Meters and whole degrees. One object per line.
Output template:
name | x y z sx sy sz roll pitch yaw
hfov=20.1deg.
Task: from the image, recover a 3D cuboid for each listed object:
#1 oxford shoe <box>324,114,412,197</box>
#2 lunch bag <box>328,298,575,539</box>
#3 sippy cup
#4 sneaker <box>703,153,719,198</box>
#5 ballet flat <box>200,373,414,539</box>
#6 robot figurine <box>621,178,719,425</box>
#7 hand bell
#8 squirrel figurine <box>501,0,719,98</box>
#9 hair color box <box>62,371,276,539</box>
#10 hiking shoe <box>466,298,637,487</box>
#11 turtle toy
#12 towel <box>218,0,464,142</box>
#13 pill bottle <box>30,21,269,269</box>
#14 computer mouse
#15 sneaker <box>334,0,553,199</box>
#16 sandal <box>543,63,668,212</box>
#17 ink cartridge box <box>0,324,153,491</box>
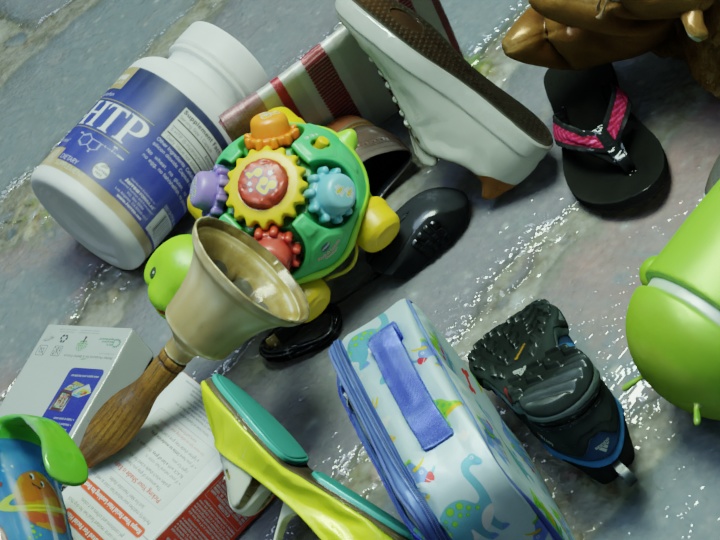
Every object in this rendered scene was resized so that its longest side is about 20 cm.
oxford shoe | -0.040 -0.043 1.599 0.073 0.071 0.200 24 67 43
lunch bag | 0.058 0.121 1.291 0.082 0.161 0.200 -33 40 3
sippy cup | -0.251 0.192 1.381 0.139 0.178 0.130 -16 49 -19
sneaker | 0.297 -0.125 1.425 0.077 0.082 0.200 19 63 45
ballet flat | -0.049 0.151 1.376 0.200 0.067 0.067 37 94 21
robot figurine | 0.249 0.009 1.292 0.200 0.116 0.175 -51 29 -7
hand bell | -0.139 0.067 1.447 0.200 0.104 0.104 -47 36 18
squirrel figurine | 0.222 -0.207 1.471 0.187 0.200 0.142 0 73 68
hair color box | -0.157 0.181 1.465 0.200 0.064 0.111 -44 41 -12
hiking shoe | 0.126 0.084 1.351 0.074 0.087 0.200 -33 16 4
turtle toy | -0.076 -0.035 1.518 0.200 0.101 0.146 -46 69 0
towel | -0.013 -0.148 1.629 0.200 0.144 0.023 -37 64 -2
pill bottle | -0.172 -0.110 1.721 0.120 0.120 0.200 21 64 46
computer mouse | 0.000 0.000 1.555 0.200 0.034 0.059 -40 40 -4
sneaker | 0.045 -0.130 1.542 0.085 0.200 0.073 -50 -4 28
sandal | 0.175 -0.114 1.532 0.075 0.045 0.200 -27 40 9
ink cartridge box | -0.250 0.131 1.600 0.099 0.039 0.200 3 51 37
